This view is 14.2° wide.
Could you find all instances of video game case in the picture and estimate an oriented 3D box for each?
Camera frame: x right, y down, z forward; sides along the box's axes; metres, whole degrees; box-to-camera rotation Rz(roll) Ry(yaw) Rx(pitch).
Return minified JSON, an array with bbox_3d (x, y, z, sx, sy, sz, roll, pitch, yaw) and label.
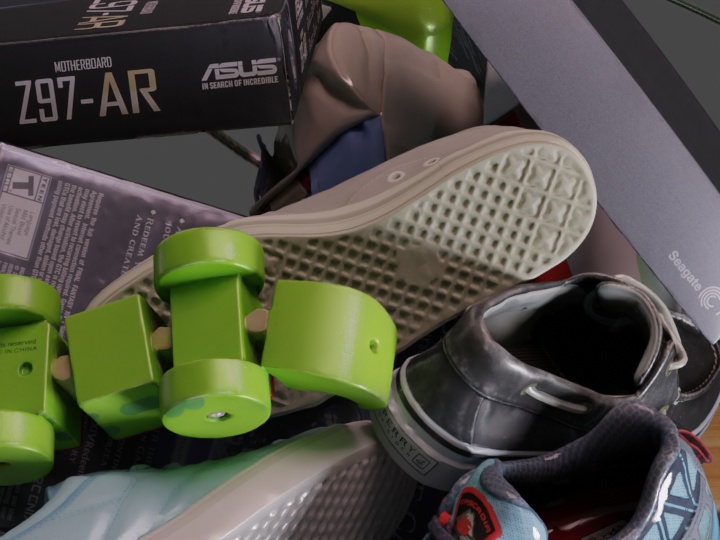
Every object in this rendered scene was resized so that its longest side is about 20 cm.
[{"bbox_3d":[-0.059,0.047,1.071,0.200,0.019,0.143,17,72,-9],"label":"video game case"}]

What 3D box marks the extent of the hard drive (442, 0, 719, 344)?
[{"bbox_3d":[0.093,-0.072,1.129,0.200,0.042,0.135,52,15,-3],"label":"hard drive"}]

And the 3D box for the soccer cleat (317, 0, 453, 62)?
[{"bbox_3d":[-0.055,-0.109,1.386,0.200,0.081,0.068,0,8,3],"label":"soccer cleat"}]

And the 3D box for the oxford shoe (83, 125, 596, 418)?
[{"bbox_3d":[-0.009,0.001,1.060,0.200,0.075,0.058,-23,17,-4],"label":"oxford shoe"}]

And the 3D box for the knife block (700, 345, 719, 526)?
[{"bbox_3d":[0.193,0.107,1.179,0.175,0.064,0.200,25,29,10],"label":"knife block"}]

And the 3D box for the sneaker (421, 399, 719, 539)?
[{"bbox_3d":[0.034,0.105,0.999,0.200,0.096,0.079,-29,49,-20],"label":"sneaker"}]

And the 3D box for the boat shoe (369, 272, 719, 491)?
[{"bbox_3d":[0.088,0.038,1.066,0.200,0.071,0.072,-12,62,-54],"label":"boat shoe"}]

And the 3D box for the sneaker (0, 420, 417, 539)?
[{"bbox_3d":[-0.068,0.088,1.007,0.200,0.074,0.082,-23,47,-38],"label":"sneaker"}]

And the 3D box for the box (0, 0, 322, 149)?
[{"bbox_3d":[-0.101,-0.095,1.173,0.160,0.044,0.200,-5,16,5],"label":"box"}]

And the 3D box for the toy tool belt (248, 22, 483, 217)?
[{"bbox_3d":[0.000,0.000,1.215,0.125,0.123,0.200,24,38,-26],"label":"toy tool belt"}]

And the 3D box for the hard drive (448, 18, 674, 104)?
[{"bbox_3d":[0.087,-0.103,1.410,0.033,0.140,0.200,-39,54,-11],"label":"hard drive"}]

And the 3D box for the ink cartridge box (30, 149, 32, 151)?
[{"bbox_3d":[-0.204,-0.006,1.116,0.200,0.059,0.104,-10,40,-44],"label":"ink cartridge box"}]

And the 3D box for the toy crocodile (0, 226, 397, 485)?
[{"bbox_3d":[-0.086,0.036,1.008,0.200,0.062,0.068,-12,62,12],"label":"toy crocodile"}]

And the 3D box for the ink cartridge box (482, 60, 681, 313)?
[{"bbox_3d":[0.096,-0.011,1.227,0.050,0.161,0.200,-16,26,11],"label":"ink cartridge box"}]
